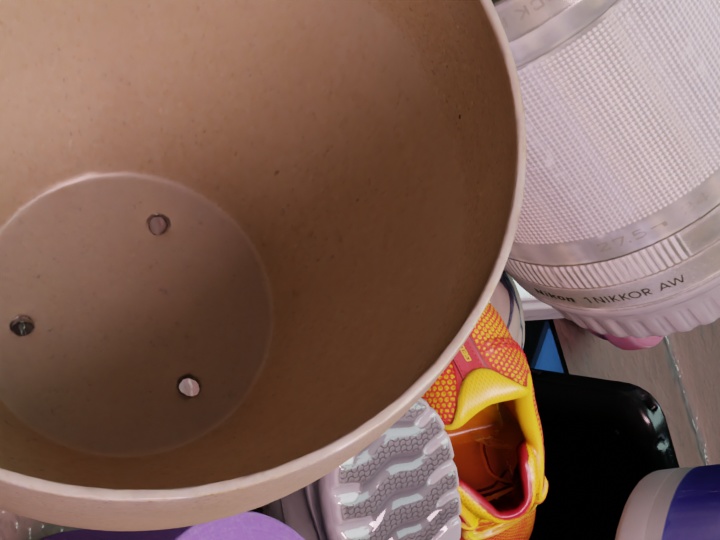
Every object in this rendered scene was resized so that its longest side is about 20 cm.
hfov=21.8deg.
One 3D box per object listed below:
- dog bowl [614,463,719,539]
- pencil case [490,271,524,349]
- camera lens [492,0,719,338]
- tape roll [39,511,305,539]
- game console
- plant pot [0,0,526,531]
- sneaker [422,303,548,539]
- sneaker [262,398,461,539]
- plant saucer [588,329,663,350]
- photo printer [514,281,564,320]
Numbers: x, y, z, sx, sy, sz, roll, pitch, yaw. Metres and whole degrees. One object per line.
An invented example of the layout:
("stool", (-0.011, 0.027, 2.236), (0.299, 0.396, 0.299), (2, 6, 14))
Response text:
("dog bowl", (0.173, 0.182, 0.793), (0.200, 0.078, 0.202), (34, 52, -57))
("pencil case", (0.000, 0.000, 0.751), (0.200, 0.089, 0.078), (43, 15, -54))
("camera lens", (0.083, -0.089, 0.707), (0.200, 0.159, 0.161), (48, 39, -40))
("tape roll", (-0.055, 0.179, 0.578), (0.200, 0.065, 0.202), (38, 47, -56))
("game console", (0.140, 0.118, 0.972), (0.116, 0.175, 0.202), (-33, 113, -33))
("plant pot", (-0.065, -0.014, 0.521), (0.135, 0.198, 0.202), (111, -17, -65))
("sneaker", (0.041, 0.081, 0.748), (0.201, 0.072, 0.078), (70, -5, -58))
("sneaker", (0.003, 0.119, 0.715), (0.074, 0.082, 0.202), (-20, 122, -28))
("plant saucer", (0.132, -0.052, 1.084), (0.200, 0.050, 0.203), (40, 44, -55))
("photo printer", (0.085, -0.077, 0.920), (0.165, 0.069, 0.202), (-3, 81, -44))
